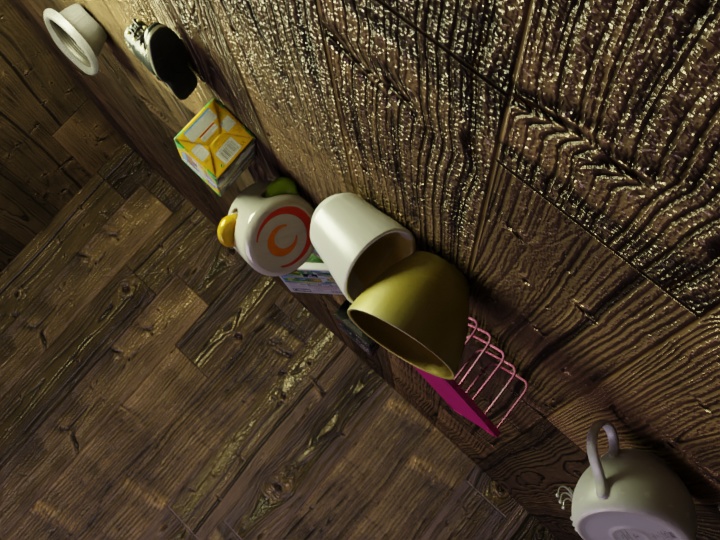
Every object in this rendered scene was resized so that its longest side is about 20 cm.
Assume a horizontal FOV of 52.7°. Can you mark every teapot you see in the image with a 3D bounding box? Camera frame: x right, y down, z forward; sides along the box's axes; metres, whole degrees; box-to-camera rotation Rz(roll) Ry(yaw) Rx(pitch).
[{"bbox_3d":[0.422,0.343,1.127,0.192,0.148,0.203,15,142,9],"label":"teapot"}]

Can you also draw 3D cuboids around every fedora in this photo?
[{"bbox_3d":[-0.696,-0.589,1.812,0.176,0.091,0.200,42,164,-1],"label":"fedora"}]

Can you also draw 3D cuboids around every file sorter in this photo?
[{"bbox_3d":[0.200,0.182,1.358,0.200,0.126,0.138,47,168,-30],"label":"file sorter"}]

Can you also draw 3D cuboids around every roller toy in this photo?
[{"bbox_3d":[-0.195,-0.093,1.586,0.139,0.200,0.183,37,172,49],"label":"roller toy"}]

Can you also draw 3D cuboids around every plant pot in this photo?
[{"bbox_3d":[0.097,0.058,1.159,0.197,0.144,0.201,30,165,9],"label":"plant pot"}]

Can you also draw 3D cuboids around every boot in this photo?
[{"bbox_3d":[-0.393,-0.422,1.364,0.153,0.074,0.204,43,171,13],"label":"boot"}]

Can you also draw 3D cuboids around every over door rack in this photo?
[{"bbox_3d":[0.608,0.672,1.936,0.199,0.067,0.148,37,169,35],"label":"over door rack"}]

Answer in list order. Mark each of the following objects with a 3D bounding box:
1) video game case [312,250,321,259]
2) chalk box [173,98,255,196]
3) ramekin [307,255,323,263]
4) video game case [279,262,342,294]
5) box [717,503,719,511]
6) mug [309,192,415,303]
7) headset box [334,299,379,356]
[{"bbox_3d":[-0.120,-0.085,1.773,0.199,0.036,0.182,30,163,52],"label":"video game case"},{"bbox_3d":[-0.306,-0.255,1.559,0.123,0.125,0.200,42,169,-3],"label":"chalk box"},{"bbox_3d":[-0.190,-0.037,2.066,0.199,0.098,0.200,42,170,9],"label":"ramekin"},{"bbox_3d":[-0.114,0.021,1.914,0.194,0.023,0.183,3,159,13],"label":"video game case"},{"bbox_3d":[0.552,0.341,0.851,0.199,0.048,0.193,42,172,5],"label":"box"},{"bbox_3d":[-0.005,-0.039,1.229,0.153,0.148,0.188,45,166,33],"label":"mug"},{"bbox_3d":[0.002,0.180,2.274,0.148,0.077,0.201,40,168,14],"label":"headset box"}]
